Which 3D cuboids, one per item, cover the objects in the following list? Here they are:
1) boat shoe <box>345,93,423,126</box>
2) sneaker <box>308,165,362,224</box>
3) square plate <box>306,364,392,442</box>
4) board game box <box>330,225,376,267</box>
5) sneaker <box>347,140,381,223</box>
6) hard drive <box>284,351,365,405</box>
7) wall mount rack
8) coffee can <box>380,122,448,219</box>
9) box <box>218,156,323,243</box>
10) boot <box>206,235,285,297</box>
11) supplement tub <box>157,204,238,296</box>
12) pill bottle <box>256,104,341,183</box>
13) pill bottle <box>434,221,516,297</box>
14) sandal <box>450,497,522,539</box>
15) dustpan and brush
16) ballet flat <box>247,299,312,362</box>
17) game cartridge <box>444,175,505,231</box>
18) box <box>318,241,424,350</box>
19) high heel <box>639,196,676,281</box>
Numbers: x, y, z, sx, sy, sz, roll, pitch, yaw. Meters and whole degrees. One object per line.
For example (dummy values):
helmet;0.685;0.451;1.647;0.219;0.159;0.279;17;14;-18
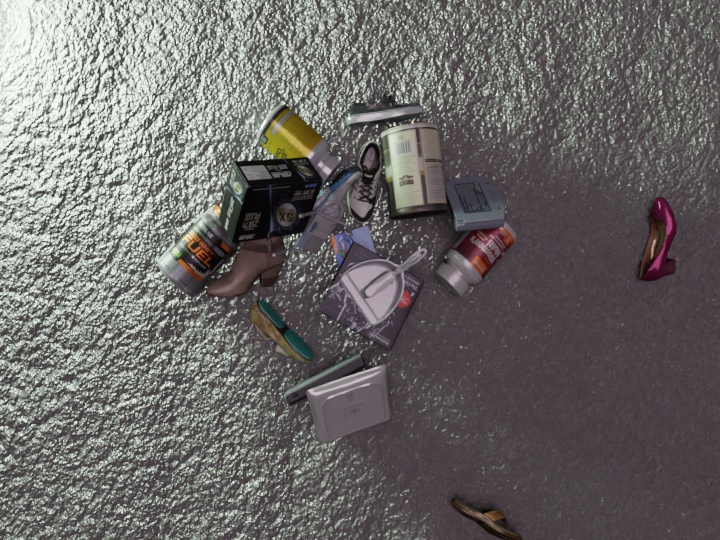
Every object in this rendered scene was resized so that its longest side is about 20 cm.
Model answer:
boat shoe;0.057;-0.402;1.586;0.195;0.070;0.068;-7;91;5
sneaker;-0.058;-0.170;1.561;0.087;0.075;0.199;44;114;-12
square plate;-0.019;0.323;1.514;0.196;0.029;0.201;-17;132;-10
board game box;0.000;0.000;1.596;0.101;0.019;0.205;-16;90;-4
sneaker;0.010;-0.219;1.567;0.074;0.088;0.206;6;90;-4
hard drive;-0.081;0.255;1.526;0.197;0.140;0.033;-27;86;-3
wall mount rack;-0.117;-0.076;1.513;0.171;0.075;0.201;19;117;-39
coffee can;0.130;-0.235;1.543;0.142;0.146;0.206;-6;89;-3
box;-0.205;-0.162;1.456;0.197;0.165;0.087;-11;52;-37
boot;-0.271;-0.022;1.522;0.196;0.070;0.149;-12;125;-28
supplement tub;-0.376;-0.050;1.528;0.122;0.123;0.201;42;87;-1
pill bottle;-0.146;-0.295;1.548;0.199;0.112;0.113;40;88;-1
pill bottle;0.278;-0.040;1.564;0.109;0.110;0.201;42;87;-1
sandal;0.316;0.607;1.579;0.197;0.081;0.055;31;66;3
dustpan and brush;0.067;0.014;1.456;0.198;0.057;0.141;-36;91;-4
ballet flat;-0.199;0.160;1.567;0.071;0.071;0.200;-43;92;-3
game cartridge;0.274;-0.162;1.538;0.130;0.202;0.042;-2;127;-4
box;0.024;0.061;1.535;0.197;0.104;0.185;28;89;-2
high heel;0.735;-0.078;1.604;0.094;0.067;0.205;-11;93;-13
